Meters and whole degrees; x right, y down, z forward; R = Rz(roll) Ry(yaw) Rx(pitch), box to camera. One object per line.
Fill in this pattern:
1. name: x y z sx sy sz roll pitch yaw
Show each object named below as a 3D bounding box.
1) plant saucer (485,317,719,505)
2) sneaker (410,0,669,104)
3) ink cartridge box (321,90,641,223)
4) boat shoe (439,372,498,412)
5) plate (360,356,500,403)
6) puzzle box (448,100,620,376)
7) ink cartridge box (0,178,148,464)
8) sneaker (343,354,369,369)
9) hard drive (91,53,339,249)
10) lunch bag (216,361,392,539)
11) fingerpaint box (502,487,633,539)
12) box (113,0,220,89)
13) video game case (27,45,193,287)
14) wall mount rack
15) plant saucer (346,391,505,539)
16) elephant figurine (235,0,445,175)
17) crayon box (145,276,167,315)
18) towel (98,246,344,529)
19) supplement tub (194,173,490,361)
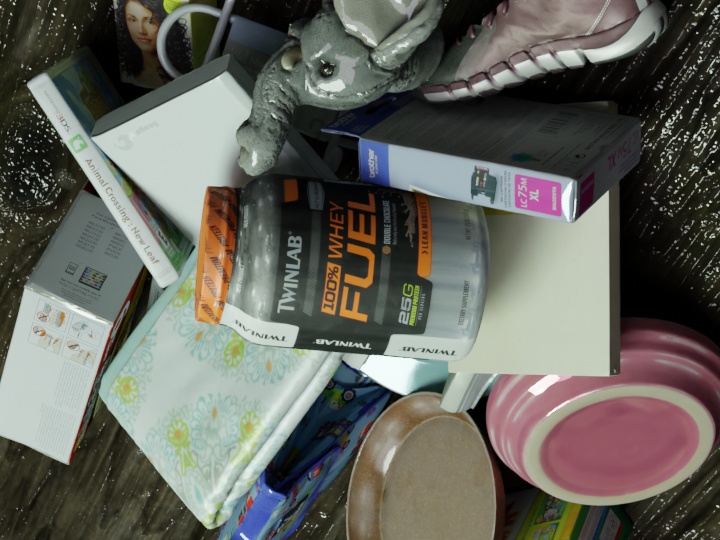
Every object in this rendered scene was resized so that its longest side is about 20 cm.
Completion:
1. plant saucer: 0.199 0.121 1.312 0.199 0.051 0.201 -2 136 -2
2. sneaker: 0.110 -0.193 1.174 0.199 0.076 0.116 -13 109 28
3. ink cartridge box: 0.085 -0.088 1.185 0.199 0.119 0.042 15 121 27
4. boat shoe: 0.131 0.039 1.306 0.071 0.070 0.202 29 112 -2
5. plate: 0.049 0.026 1.400 0.199 0.026 0.201 15 130 18
6. puzzle box: 0.128 -0.023 1.243 0.132 0.025 0.202 0 90 30
7. ink cartridge box: -0.245 0.036 1.482 0.083 0.176 0.201 23 134 -2
8. sneaker: 0.000 0.000 1.341 0.082 0.074 0.201 29 133 2
9. hard drive: -0.088 -0.062 1.252 0.131 0.026 0.200 -21 128 29
10. lunch bag: -0.070 0.176 1.463 0.094 0.200 0.151 33 134 2
11. fingerpaint box: 0.126 0.283 1.435 0.166 0.200 0.074 -21 116 38
12. box: -0.153 -0.235 1.294 0.075 0.050 0.201 14 129 19
13. video game case: -0.189 -0.088 1.330 0.022 0.200 0.183 -31 101 7
14. wall mount rack: -0.048 -0.171 1.254 0.198 0.075 0.175 20 95 -9
15. plant saucer: 0.059 0.205 1.424 0.034 0.202 0.200 9 148 -37
16. elephant figurine: 0.002 -0.173 1.139 0.154 0.141 0.202 -12 82 40
17. crayon box: -0.151 0.107 1.524 0.127 0.051 0.201 48 140 29
18. towel: -0.117 0.082 1.381 0.171 0.048 0.201 46 107 35
19. supplement tub: -0.015 -0.003 1.191 0.198 0.123 0.123 5 132 -9
